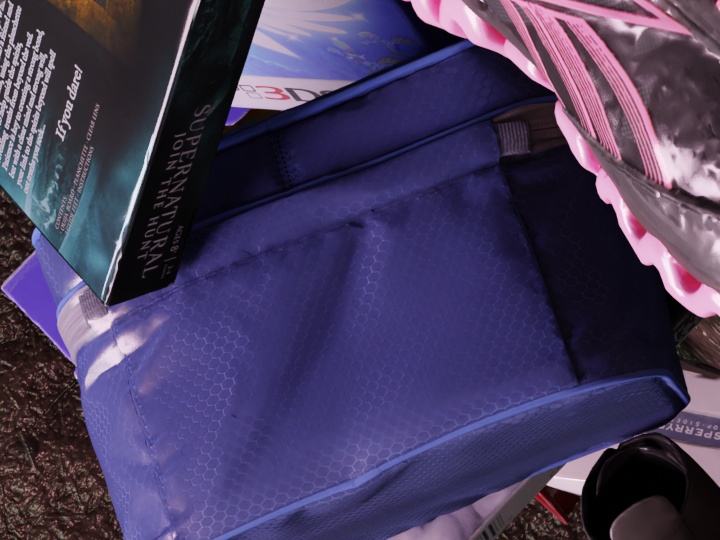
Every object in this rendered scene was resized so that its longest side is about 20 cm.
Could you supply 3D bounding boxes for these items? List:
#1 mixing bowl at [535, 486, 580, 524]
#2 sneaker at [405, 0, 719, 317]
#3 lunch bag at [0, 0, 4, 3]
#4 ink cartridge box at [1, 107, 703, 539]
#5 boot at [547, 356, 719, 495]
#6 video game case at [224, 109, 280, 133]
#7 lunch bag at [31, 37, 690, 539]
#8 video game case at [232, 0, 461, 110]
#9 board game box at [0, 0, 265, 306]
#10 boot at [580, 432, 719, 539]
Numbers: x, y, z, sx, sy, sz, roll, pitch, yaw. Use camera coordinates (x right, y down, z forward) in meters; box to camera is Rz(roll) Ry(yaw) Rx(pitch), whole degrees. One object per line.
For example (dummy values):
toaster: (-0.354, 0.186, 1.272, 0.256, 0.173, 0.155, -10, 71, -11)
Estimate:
mixing bowl: (0.067, 0.018, 1.156, 0.200, 0.108, 0.200, 45, 178, 2)
sneaker: (0.054, -0.062, 0.410, 0.200, 0.079, 0.096, 42, 165, 38)
lunch bag: (-0.125, -0.140, 0.473, 0.139, 0.168, 0.200, 40, 163, 29)
ink cartridge box: (0.000, 0.000, 0.828, 0.200, 0.198, 0.043, 43, 175, 15)
boot: (0.129, 0.075, 0.945, 0.199, 0.073, 0.090, 17, 165, 36)
video game case: (-0.007, -0.029, 0.930, 0.182, 0.200, 0.023, 44, 136, 15)
lunch bag: (0.006, 0.006, 0.729, 0.136, 0.199, 0.133, 44, -156, -75)
video game case: (-0.068, -0.120, 0.763, 0.180, 0.046, 0.200, 5, 156, 31)
board game box: (-0.075, -0.108, 0.633, 0.028, 0.201, 0.135, -19, -126, -40)
boot: (0.115, 0.093, 0.789, 0.139, 0.077, 0.200, 54, -179, -17)
